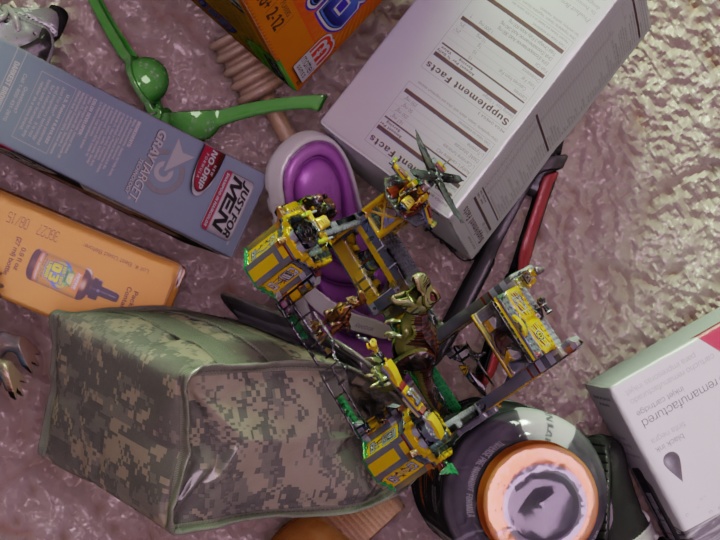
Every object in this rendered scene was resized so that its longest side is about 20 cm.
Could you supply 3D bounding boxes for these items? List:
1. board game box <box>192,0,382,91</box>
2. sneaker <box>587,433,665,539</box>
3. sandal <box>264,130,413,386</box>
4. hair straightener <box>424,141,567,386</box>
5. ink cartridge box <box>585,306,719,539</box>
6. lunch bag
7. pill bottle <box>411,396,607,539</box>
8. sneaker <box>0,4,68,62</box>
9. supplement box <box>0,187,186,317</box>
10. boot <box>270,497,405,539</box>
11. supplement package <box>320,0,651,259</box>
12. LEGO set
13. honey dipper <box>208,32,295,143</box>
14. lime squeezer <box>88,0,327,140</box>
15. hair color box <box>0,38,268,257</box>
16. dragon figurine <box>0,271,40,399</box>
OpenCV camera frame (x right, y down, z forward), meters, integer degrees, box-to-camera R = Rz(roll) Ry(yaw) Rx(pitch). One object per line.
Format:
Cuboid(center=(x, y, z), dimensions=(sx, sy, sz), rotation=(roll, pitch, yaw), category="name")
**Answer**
Cuboid(center=(-0.060, -0.274, 1.386), dimensions=(0.200, 0.200, 0.200), rotation=(41, 85, 17), category="board game box")
Cuboid(center=(0.184, 0.207, 1.507), dimensions=(0.088, 0.074, 0.202), rotation=(-5, 91, -21), category="sneaker")
Cuboid(center=(-0.005, 0.005, 1.450), dimensions=(0.082, 0.050, 0.204), rotation=(-41, 123, -20), category="sandal")
Cuboid(center=(0.084, -0.028, 1.506), dimensions=(0.076, 0.041, 0.202), rotation=(21, 87, -6), category="hair straightener")
Cuboid(center=(0.263, 0.130, 1.502), dimensions=(0.144, 0.083, 0.201), rotation=(-29, 92, -5), category="ink cartridge box")
Cuboid(center=(-0.072, 0.083, 1.394), dimensions=(0.199, 0.163, 0.119), rotation=(-1, 104, -38), category="lunch bag")
Cuboid(center=(0.096, 0.137, 1.425), dimensions=(0.105, 0.200, 0.107), rotation=(0, 90, -7), category="pill bottle")
Cuboid(center=(-0.251, -0.182, 1.465), dimensions=(0.114, 0.075, 0.202), rotation=(-9, 100, -11), category="sneaker")
Cuboid(center=(-0.215, -0.011, 1.464), dimensions=(0.198, 0.069, 0.067), rotation=(23, 89, -4), category="supplement box")
Cuboid(center=(0.013, 0.246, 1.476), dimensions=(0.144, 0.071, 0.201), rotation=(-41, 79, -12), category="boot")
Cuboid(center=(0.084, -0.128, 1.458), dimensions=(0.109, 0.114, 0.200), rotation=(37, 85, 17), category="supplement package")
Cuboid(center=(0.039, 0.017, 1.310), dimensions=(0.116, 0.153, 0.201), rotation=(-37, 74, 32), category="LEGO set")
Cuboid(center=(-0.040, -0.069, 1.499), dimensions=(0.038, 0.038, 0.201), rotation=(-27, 96, -5), category="honey dipper")
Cuboid(center=(-0.122, -0.128, 1.475), dimensions=(0.199, 0.038, 0.071), rotation=(31, 120, 15), category="lime squeezer")
Cuboid(center=(-0.168, -0.079, 1.420), dimensions=(0.199, 0.099, 0.061), rotation=(26, 87, -26), category="hair color box")
Cuboid(center=(-0.269, 0.041, 1.419), dimensions=(0.099, 0.059, 0.201), rotation=(-15, 120, 20), category="dragon figurine")
